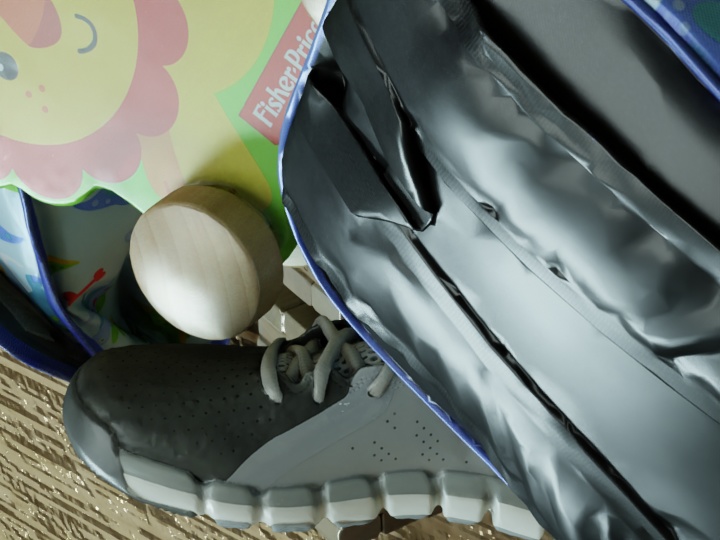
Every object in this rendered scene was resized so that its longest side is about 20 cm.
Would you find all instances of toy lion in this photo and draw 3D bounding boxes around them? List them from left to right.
[{"bbox_3d":[-0.069,-0.089,0.803,0.191,0.069,0.200,40,133,6],"label":"toy lion"}]

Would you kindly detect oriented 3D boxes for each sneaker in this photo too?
[{"bbox_3d":[0.020,0.013,0.770,0.075,0.199,0.116,-98,16,-58],"label":"sneaker"}]

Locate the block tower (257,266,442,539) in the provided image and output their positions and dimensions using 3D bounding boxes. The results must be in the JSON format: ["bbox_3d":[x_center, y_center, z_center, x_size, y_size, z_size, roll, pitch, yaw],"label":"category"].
[{"bbox_3d":[0.000,0.000,0.908,0.058,0.054,0.201,40,140,44],"label":"block tower"}]

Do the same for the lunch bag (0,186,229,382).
[{"bbox_3d":[-0.123,-0.051,1.032,0.170,0.127,0.201,44,155,35],"label":"lunch bag"}]

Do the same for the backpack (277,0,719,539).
[{"bbox_3d":[0.090,-0.012,0.622,0.200,0.147,0.183,42,145,8],"label":"backpack"}]
